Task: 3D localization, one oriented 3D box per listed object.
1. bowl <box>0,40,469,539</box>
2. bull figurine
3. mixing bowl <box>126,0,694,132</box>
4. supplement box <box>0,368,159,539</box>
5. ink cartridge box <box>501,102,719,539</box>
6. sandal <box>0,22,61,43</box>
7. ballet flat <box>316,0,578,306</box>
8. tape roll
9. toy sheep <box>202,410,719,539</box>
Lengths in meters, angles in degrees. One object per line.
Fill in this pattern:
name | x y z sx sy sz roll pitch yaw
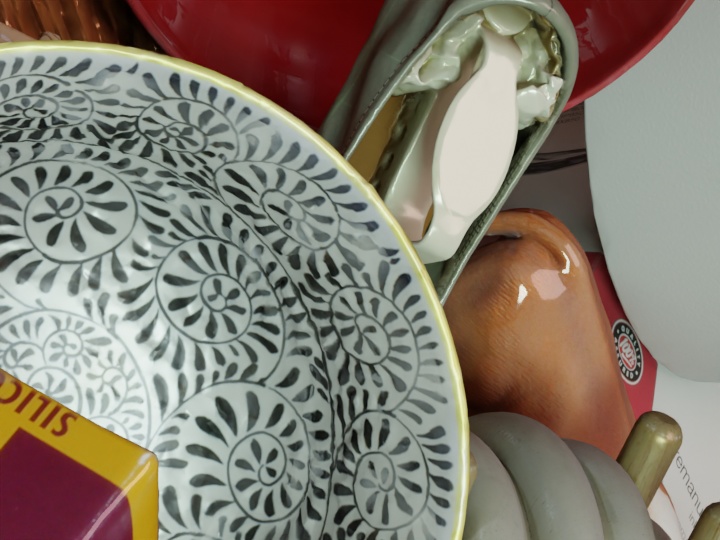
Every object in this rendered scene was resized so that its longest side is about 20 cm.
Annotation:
bowl | -0.081 0.042 0.688 0.199 0.094 0.202 -2 96 -14
bull figurine | 0.051 0.069 0.888 0.065 0.121 0.201 -42 124 -50
mixing bowl | 0.015 -0.150 0.852 0.201 0.199 0.109 60 11 -31
supplement box | -0.137 0.101 0.531 0.200 0.110 0.086 -53 163 -30
ink cartridge box | 0.098 0.026 1.014 0.147 0.082 0.200 64 37 -25
sandal | -0.072 -0.034 0.770 0.211 0.069 0.078 17 69 -55
ballet flat | 0.000 0.000 0.805 0.067 0.064 0.201 25 94 -28
tape roll | 0.150 -0.061 0.947 0.202 0.070 0.204 -4 95 -58
toy sheep | 0.037 0.102 0.790 0.199 0.138 0.139 16 66 -23
